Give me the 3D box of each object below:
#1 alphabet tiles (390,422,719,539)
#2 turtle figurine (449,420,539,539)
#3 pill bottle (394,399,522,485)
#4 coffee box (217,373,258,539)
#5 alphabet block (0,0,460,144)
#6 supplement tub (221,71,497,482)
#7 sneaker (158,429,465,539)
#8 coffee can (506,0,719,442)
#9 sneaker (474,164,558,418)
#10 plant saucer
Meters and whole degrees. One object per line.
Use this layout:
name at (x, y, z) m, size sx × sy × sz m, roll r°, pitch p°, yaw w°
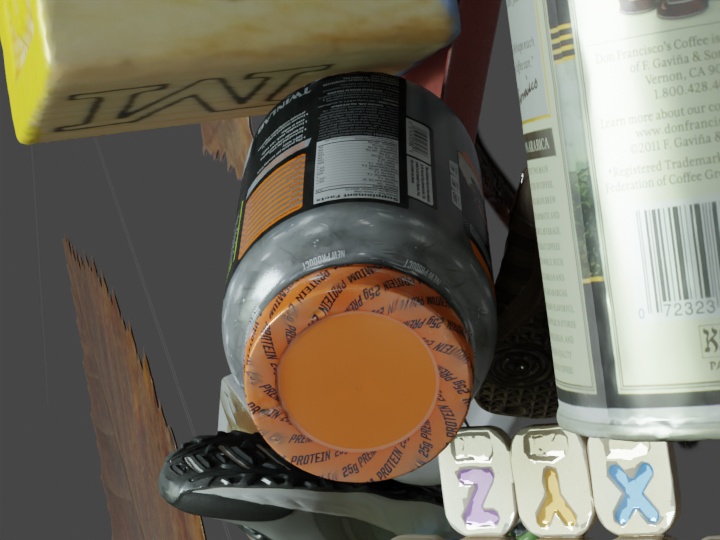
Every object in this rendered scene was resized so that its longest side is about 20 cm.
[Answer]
alphabet tiles at (0.092, 0.164, 0.769) m, size 0.198 × 0.015 × 0.198 m, roll -6°, pitch 92°, yaw 37°
turtle figurine at (0.053, 0.192, 0.862) m, size 0.194 × 0.143 × 0.201 m, roll 49°, pitch 170°, yaw 43°
pill bottle at (0.013, 0.042, 1.026) m, size 0.200 × 0.108 × 0.111 m, roll -144°, pitch 48°, yaw -68°
coffee box at (-0.008, 0.156, 1.119) m, size 0.200 × 0.079 × 0.115 m, roll 49°, pitch 148°, yaw 33°
alphabet block at (-0.083, -0.180, 0.897) m, size 0.196 × 0.198 × 0.198 m, roll 156°, pitch 104°, yaw -74°
supplement tub at (0.000, 0.000, 0.814) m, size 0.201 × 0.121 × 0.124 m, roll -88°, pitch -1°, yaw -60°
sneaker at (-0.022, 0.138, 0.948) m, size 0.074 × 0.199 × 0.080 m, roll 32°, pitch 100°, yaw 53°
coffee can at (0.117, -0.061, 0.537) m, size 0.146 × 0.145 × 0.202 m, roll -179°, pitch 81°, yaw -74°
sneaker at (0.098, -0.007, 0.819) m, size 0.201 × 0.070 × 0.076 m, roll 108°, pitch 170°, yaw -53°
plant saucer at (0.026, -0.141, 0.964) m, size 0.201 × 0.036 × 0.201 m, roll 98°, pitch 159°, yaw -46°
